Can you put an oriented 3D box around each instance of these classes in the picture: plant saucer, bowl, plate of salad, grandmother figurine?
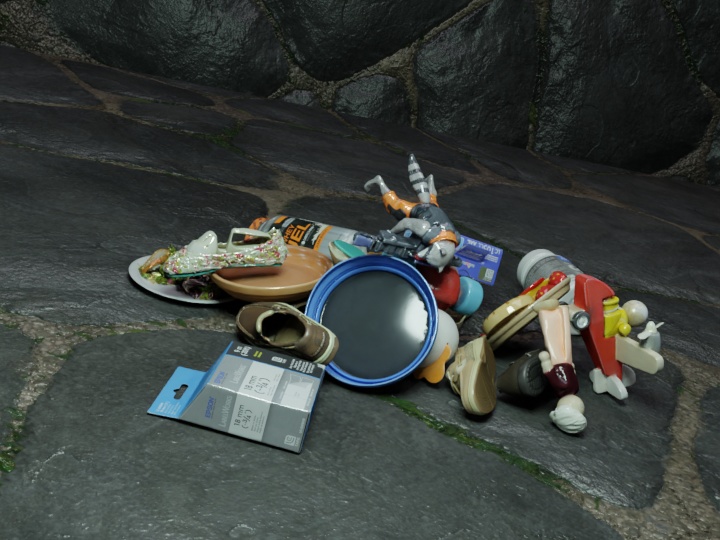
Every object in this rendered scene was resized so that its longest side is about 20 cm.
[{"bbox_3d":[-0.143,0.006,1.488,0.200,0.038,0.200,1,21,0],"label":"plant saucer"},{"bbox_3d":[0.017,0.076,1.368,0.200,0.201,0.039,20,-13,16],"label":"bowl"},{"bbox_3d":[-0.286,0.004,1.551,0.200,0.048,0.200,13,19,-4],"label":"plate of salad"},{"bbox_3d":[0.304,0.147,1.398,0.061,0.200,0.121,-25,-28,38],"label":"grandmother figurine"}]

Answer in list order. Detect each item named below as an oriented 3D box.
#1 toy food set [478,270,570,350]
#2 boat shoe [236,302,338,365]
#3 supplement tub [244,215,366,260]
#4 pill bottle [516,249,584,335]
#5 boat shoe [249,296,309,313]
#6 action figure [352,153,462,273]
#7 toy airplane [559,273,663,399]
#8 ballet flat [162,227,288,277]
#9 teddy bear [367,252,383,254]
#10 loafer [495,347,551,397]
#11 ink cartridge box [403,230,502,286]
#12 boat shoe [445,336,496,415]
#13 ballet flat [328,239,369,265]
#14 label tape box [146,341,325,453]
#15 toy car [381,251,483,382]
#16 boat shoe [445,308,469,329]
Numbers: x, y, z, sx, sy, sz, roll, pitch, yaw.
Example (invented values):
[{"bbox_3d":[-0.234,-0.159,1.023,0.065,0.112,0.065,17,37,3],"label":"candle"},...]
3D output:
[{"bbox_3d":[0.274,0.070,1.576,0.200,0.198,0.049,-35,79,-21],"label":"toy food set"},{"bbox_3d":[-0.120,0.078,1.331,0.202,0.075,0.075,11,-18,44],"label":"boat shoe"},{"bbox_3d":[-0.099,-0.029,1.639,0.200,0.123,0.122,12,17,23],"label":"supplement tub"},{"bbox_3d":[0.393,0.036,1.837,0.114,0.114,0.200,7,21,-18],"label":"pill bottle"},{"bbox_3d":[-0.080,0.070,1.493,0.200,0.072,0.072,-12,36,-33],"label":"boat shoe"},{"bbox_3d":[0.077,-0.078,1.389,0.200,0.105,0.194,6,42,-38],"label":"action figure"},{"bbox_3d":[0.418,0.108,1.522,0.141,0.199,0.200,-32,66,-10],"label":"toy airplane"},{"bbox_3d":[-0.212,-0.034,1.450,0.200,0.064,0.076,-7,23,-20],"label":"ballet flat"},{"bbox_3d":[0.058,0.042,1.684,0.145,0.067,0.200,-9,35,-29],"label":"teddy bear"},{"bbox_3d":[0.268,0.159,1.465,0.071,0.073,0.200,-10,-5,29],"label":"loafer"},{"bbox_3d":[0.171,-0.025,1.728,0.136,0.077,0.200,18,-2,-20],"label":"ink cartridge box"},{"bbox_3d":[0.166,0.167,1.406,0.064,0.071,0.200,-18,13,16],"label":"boat shoe"},{"bbox_3d":[0.000,0.000,1.550,0.067,0.062,0.200,48,17,32],"label":"ballet flat"},{"bbox_3d":[-0.156,0.153,1.202,0.200,0.063,0.144,15,19,1],"label":"label tape box"},{"bbox_3d":[0.090,0.095,1.460,0.184,0.177,0.200,25,43,-33],"label":"toy car"},{"bbox_3d":[0.179,0.049,1.707,0.075,0.075,0.202,16,19,5],"label":"boat shoe"}]
